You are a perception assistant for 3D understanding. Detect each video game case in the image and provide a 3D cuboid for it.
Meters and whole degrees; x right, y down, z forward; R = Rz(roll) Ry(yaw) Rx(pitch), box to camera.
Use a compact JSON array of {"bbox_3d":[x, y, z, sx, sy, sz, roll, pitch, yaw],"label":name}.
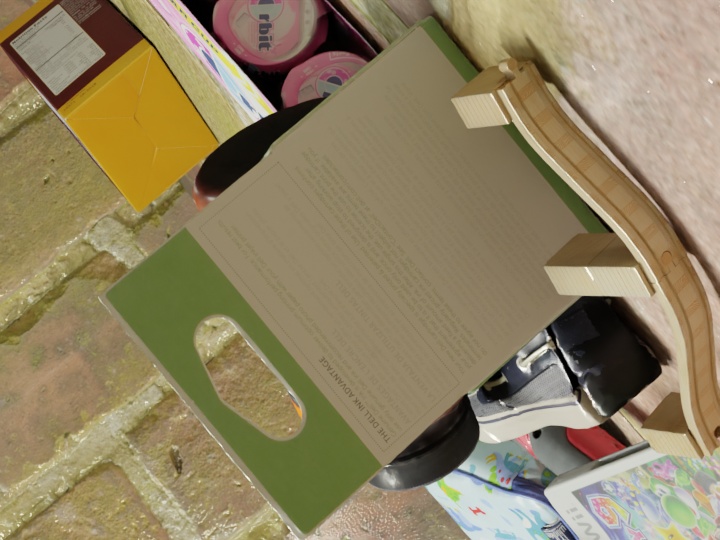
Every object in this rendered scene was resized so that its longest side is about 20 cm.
[{"bbox_3d":[0.184,0.144,0.799,0.143,0.018,0.200,50,154,1],"label":"video game case"}]

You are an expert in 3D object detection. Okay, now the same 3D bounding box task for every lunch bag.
[{"bbox_3d":[0.131,0.165,1.144,0.161,0.083,0.200,49,161,-30],"label":"lunch bag"}]

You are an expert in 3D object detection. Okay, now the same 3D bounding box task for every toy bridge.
[{"bbox_3d":[0.108,-0.004,0.672,0.067,0.027,0.201,2,128,59],"label":"toy bridge"}]

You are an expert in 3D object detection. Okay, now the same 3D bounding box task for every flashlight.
[{"bbox_3d":[0.146,0.105,0.964,0.200,0.068,0.068,34,130,55],"label":"flashlight"}]

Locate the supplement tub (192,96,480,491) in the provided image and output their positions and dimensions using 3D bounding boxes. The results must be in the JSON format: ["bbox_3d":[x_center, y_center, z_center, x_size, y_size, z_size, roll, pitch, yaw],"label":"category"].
[{"bbox_3d":[-0.004,0.018,0.836,0.201,0.107,0.107,66,167,-25],"label":"supplement tub"}]

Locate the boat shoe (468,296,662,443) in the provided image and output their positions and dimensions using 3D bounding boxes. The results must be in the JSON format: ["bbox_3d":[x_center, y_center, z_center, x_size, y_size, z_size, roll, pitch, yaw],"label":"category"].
[{"bbox_3d":[0.091,0.038,0.890,0.093,0.075,0.200,56,159,-3],"label":"boat shoe"}]

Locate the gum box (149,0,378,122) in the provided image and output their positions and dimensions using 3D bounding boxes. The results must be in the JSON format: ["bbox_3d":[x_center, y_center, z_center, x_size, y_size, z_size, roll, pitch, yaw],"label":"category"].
[{"bbox_3d":[-0.053,-0.133,0.931,0.200,0.066,0.114,49,175,12],"label":"gum box"}]

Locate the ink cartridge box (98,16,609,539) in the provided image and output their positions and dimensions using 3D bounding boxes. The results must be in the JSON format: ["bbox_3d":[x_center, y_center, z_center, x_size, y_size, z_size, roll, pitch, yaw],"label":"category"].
[{"bbox_3d":[0.001,0.002,0.728,0.146,0.200,0.048,50,171,-3],"label":"ink cartridge box"}]

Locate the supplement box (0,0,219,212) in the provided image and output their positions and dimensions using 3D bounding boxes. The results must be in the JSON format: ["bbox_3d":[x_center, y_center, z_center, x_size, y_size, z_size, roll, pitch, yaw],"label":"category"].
[{"bbox_3d":[-0.308,-0.218,1.940,0.200,0.133,0.197,46,173,37],"label":"supplement box"}]
